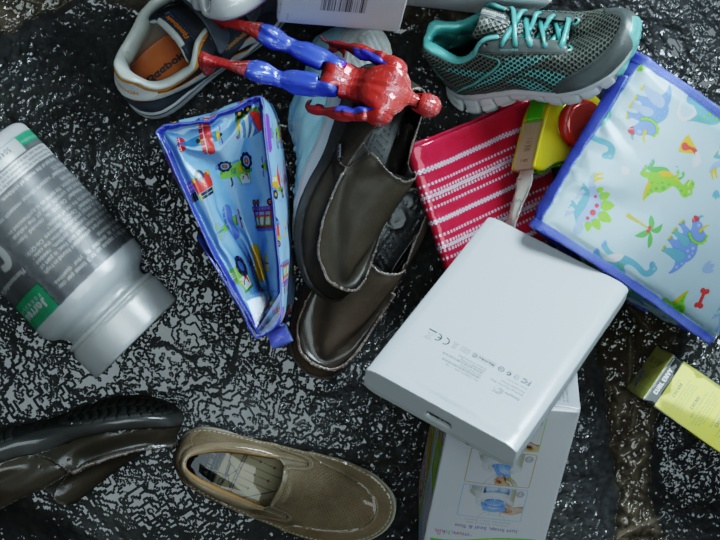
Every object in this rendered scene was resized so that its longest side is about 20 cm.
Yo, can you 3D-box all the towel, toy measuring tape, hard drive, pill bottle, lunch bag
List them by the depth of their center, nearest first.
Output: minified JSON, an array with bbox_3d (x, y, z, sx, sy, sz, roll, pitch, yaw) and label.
[{"bbox_3d":[0.109,0.051,1.382,0.131,0.026,0.200,28,49,16],"label":"hard drive"},{"bbox_3d":[-0.090,-0.035,1.465,0.093,0.151,0.202,-17,93,1],"label":"lunch bag"},{"bbox_3d":[-0.255,-0.015,1.475,0.113,0.113,0.200,-44,93,-1],"label":"pill bottle"},{"bbox_3d":[0.247,-0.063,1.476,0.199,0.127,0.171,31,89,-35],"label":"lunch bag"},{"bbox_3d":[0.166,-0.085,1.497,0.073,0.074,0.202,15,84,-4],"label":"toy measuring tape"},{"bbox_3d":[0.124,-0.035,1.512,0.144,0.022,0.201,-22,94,-32],"label":"towel"}]

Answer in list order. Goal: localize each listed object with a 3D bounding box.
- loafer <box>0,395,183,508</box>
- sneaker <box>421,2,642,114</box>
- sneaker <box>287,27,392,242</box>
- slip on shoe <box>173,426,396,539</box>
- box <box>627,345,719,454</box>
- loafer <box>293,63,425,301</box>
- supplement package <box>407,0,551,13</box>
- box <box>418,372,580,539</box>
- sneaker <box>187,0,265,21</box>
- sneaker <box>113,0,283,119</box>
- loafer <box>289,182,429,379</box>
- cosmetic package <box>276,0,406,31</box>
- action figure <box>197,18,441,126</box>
[{"bbox_3d":[-0.243,0.159,1.502,0.198,0.073,0.072,-13,101,3],"label":"loafer"},{"bbox_3d":[0.133,-0.183,1.446,0.091,0.199,0.078,38,54,-41],"label":"sneaker"},{"bbox_3d":[-0.029,-0.111,1.510,0.074,0.082,0.202,20,83,-39],"label":"sneaker"},{"bbox_3d":[-0.064,0.185,1.519,0.199,0.061,0.077,22,90,-4],"label":"slip on shoe"},{"bbox_3d":[0.331,0.143,1.538,0.199,0.075,0.050,34,92,-5],"label":"box"},{"bbox_3d":[0.003,-0.072,1.441,0.073,0.071,0.202,16,87,-40],"label":"loafer"},{"bbox_3d":[0.102,-0.323,1.485,0.120,0.120,0.202,6,91,-5],"label":"supplement package"},{"bbox_3d":[0.110,0.147,1.459,0.100,0.113,0.201,7,127,-3],"label":"box"},{"bbox_3d":[-0.151,-0.278,1.444,0.080,0.199,0.089,-39,137,-26],"label":"sneaker"},{"bbox_3d":[-0.126,-0.212,1.489,0.078,0.079,0.200,43,88,15],"label":"sneaker"},{"bbox_3d":[0.000,0.000,1.512,0.073,0.071,0.201,28,90,-4],"label":"loafer"},{"bbox_3d":[-0.014,-0.301,1.451,0.107,0.085,0.201,2,60,-7],"label":"cosmetic package"},{"bbox_3d":[-0.028,-0.158,1.421,0.199,0.052,0.066,18,82,16],"label":"action figure"}]
